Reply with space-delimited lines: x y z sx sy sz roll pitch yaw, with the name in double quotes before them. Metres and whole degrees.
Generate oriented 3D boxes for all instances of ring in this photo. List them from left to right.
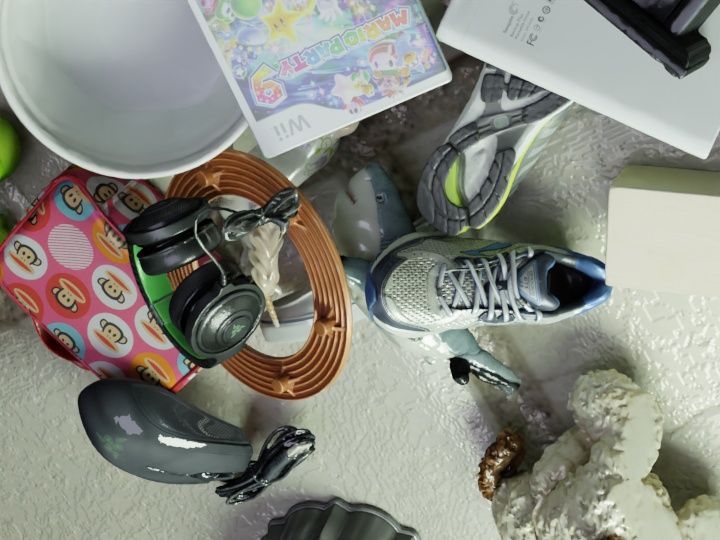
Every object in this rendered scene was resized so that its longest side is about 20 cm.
"ring" -0.084 0.007 1.140 0.200 0.019 0.201 25 128 36

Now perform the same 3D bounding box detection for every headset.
"headset" -0.107 -0.005 1.107 0.124 0.094 0.200 58 154 6

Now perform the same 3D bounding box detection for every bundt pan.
"bundt pan" -0.018 0.308 1.367 0.201 0.076 0.202 10 120 18

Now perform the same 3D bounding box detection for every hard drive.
"hard drive" 0.169 -0.176 1.033 0.200 0.027 0.132 25 90 9

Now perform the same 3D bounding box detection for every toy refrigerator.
"toy refrigerator" 0.278 -0.024 1.079 0.199 0.070 0.076 6 111 19

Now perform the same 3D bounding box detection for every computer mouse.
"computer mouse" -0.149 0.152 1.298 0.200 0.053 0.138 25 138 -24

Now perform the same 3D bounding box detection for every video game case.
"video game case" -0.042 -0.190 1.023 0.143 0.018 0.200 -22 111 11

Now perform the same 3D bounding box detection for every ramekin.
"ramekin" -0.159 -0.176 1.093 0.200 0.105 0.201 -2 110 -5

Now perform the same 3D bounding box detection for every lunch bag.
"lunch bag" -0.208 0.019 1.291 0.200 0.082 0.176 45 124 -5

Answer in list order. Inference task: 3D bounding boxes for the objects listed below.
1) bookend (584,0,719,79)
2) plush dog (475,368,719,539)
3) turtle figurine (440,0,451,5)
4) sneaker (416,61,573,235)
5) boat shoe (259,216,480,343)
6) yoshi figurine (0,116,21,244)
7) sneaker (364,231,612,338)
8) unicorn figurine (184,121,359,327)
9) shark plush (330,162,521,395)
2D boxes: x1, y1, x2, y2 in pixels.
"bookend" 0.191 -0.259 0.944 0.200 0.092 0.199 42 114 8
"plush dog" 0.175 0.199 1.205 0.200 0.160 0.172 52 149 -7
"turtle figurine" 0.003 -0.268 1.053 0.149 0.101 0.200 -11 116 27
"sneaker" 0.113 -0.117 1.099 0.074 0.081 0.200 39 105 8
"boat shoe" 0.000 0.000 1.204 0.200 0.072 0.066 -20 103 28
"yoshi figurine" -0.349 -0.069 1.314 0.200 0.112 0.112 -32 60 46
"sneaker" 0.097 0.006 1.095 0.085 0.200 0.077 -3 91 58
"unicorn figurine" -0.073 -0.072 1.164 0.137 0.074 0.200 51 121 24
"shark plush" 0.050 0.018 1.132 0.200 0.091 0.083 44 82 0
